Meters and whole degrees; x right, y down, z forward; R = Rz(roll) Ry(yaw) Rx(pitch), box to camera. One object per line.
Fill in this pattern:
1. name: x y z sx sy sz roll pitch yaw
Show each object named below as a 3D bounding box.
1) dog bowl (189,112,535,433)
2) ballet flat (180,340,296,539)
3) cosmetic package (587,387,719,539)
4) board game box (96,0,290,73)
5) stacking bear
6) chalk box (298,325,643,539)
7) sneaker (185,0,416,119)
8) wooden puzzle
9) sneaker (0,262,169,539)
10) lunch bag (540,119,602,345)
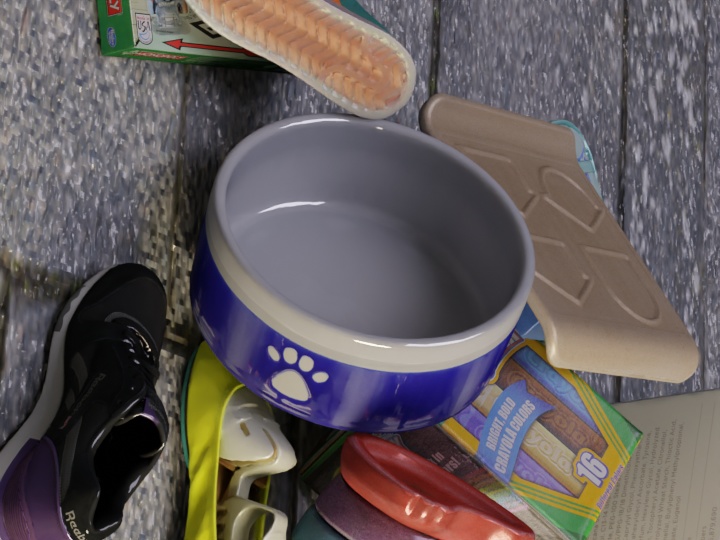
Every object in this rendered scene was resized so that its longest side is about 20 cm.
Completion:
1. dog bowl: 0.000 0.000 1.562 0.200 0.199 0.079 -51 166 -47
2. ballet flat: -0.071 0.132 1.538 0.067 0.067 0.201 29 58 -47
3. cosmetic package: 0.215 0.197 1.812 0.165 0.199 0.166 41 51 -42
4. board game box: -0.094 -0.195 1.621 0.200 0.029 0.135 -1 83 -55
5. stacking bear: -0.006 0.208 1.536 0.121 0.114 0.201 22 99 -44
6. chalk box: 0.053 0.102 1.645 0.200 0.124 0.124 43 43 -4
7. sneaker: -0.055 -0.167 1.595 0.200 0.080 0.071 38 94 -25
8. wooden puzzle: 0.123 -0.013 1.702 0.185 0.046 0.201 9 48 -53
9. sneaker: -0.133 0.077 1.445 0.076 0.087 0.201 51 44 -34
10. lunch bag: 0.100 -0.026 1.812 0.200 0.077 0.161 -13 93 -55
